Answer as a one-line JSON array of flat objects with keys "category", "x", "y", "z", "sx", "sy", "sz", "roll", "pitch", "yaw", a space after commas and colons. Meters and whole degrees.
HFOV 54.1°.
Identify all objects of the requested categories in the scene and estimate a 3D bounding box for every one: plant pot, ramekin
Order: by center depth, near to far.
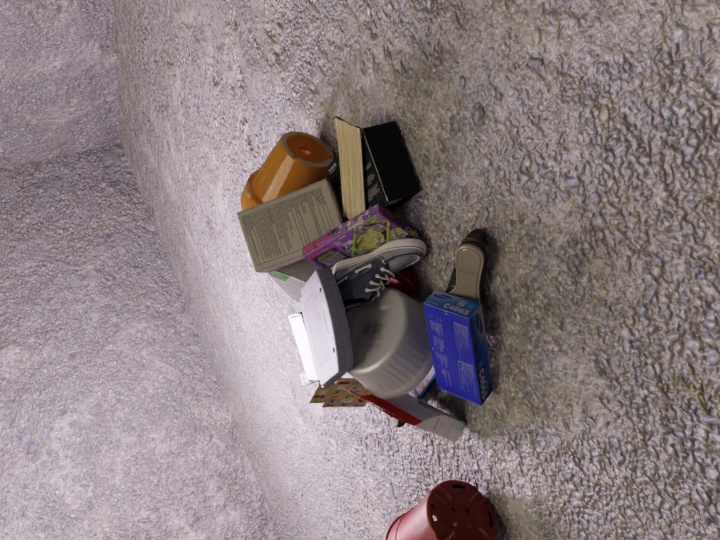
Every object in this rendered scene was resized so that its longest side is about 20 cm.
[{"category": "ramekin", "x": 0.047, "y": 0.131, "z": 1.337, "sx": 0.097, "sy": 0.201, "sz": 0.200, "roll": 36, "pitch": 178, "yaw": -36}, {"category": "plant pot", "x": 0.166, "y": 0.529, "z": 1.398, "sx": 0.201, "sy": 0.199, "sz": 0.196, "roll": 56, "pitch": 143, "yaw": 30}, {"category": "plant pot", "x": -0.147, "y": -0.199, "z": 1.571, "sx": 0.201, "sy": 0.199, "sz": 0.184, "roll": 56, "pitch": 134, "yaw": 31}]

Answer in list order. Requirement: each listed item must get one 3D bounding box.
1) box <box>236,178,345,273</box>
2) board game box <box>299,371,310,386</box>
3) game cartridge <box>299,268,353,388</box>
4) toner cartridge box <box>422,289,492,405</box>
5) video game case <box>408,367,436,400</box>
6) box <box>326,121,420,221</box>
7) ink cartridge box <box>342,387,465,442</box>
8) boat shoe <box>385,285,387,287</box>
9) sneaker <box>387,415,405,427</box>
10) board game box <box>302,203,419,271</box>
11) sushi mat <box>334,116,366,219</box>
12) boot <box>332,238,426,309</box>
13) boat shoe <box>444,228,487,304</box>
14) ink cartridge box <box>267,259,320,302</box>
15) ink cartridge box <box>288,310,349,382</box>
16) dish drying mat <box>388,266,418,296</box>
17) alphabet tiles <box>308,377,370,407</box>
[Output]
[{"category": "box", "x": -0.131, "y": -0.087, "z": 1.435, "sx": 0.109, "sy": 0.198, "sz": 0.129, "roll": 10, "pitch": -119, "yaw": -83}, {"category": "board game box", "x": -0.056, "y": 0.234, "z": 1.708, "sx": 0.200, "sy": 0.134, "sz": 0.035, "roll": -37, "pitch": 69, "yaw": 64}, {"category": "game cartridge", "x": -0.064, "y": 0.106, "z": 1.324, "sx": 0.133, "sy": 0.040, "sz": 0.202, "roll": 129, "pitch": 131, "yaw": -60}, {"category": "toner cartridge box", "x": 0.169, "y": 0.134, "z": 1.215, "sx": 0.094, "sy": 0.043, "sz": 0.201, "roll": 17, "pitch": 135, "yaw": 36}, {"category": "video game case", "x": 0.107, "y": 0.188, "z": 1.479, "sx": 0.144, "sy": 0.018, "sz": 0.201, "roll": 59, "pitch": 152, "yaw": 25}, {"category": "box", "x": 0.020, "y": -0.176, "z": 1.348, "sx": 0.142, "sy": 0.078, "sz": 0.200, "roll": 68, "pitch": 156, "yaw": 4}, {"category": "ink cartridge box", "x": 0.085, "y": 0.263, "z": 1.372, "sx": 0.160, "sy": 0.199, "sz": 0.050, "roll": 19, "pitch": 79, "yaw": 52}, {"category": "boat shoe", "x": 0.000, "y": 0.000, "z": 1.464, "sx": 0.068, "sy": 0.072, "sz": 0.201, "roll": -45, "pitch": 33, "yaw": 17}, {"category": "sneaker", "x": 0.036, "y": 0.270, "z": 1.596, "sx": 0.201, "sy": 0.080, "sz": 0.074, "roll": 61, "pitch": 152, "yaw": 2}, {"category": "board game box", "x": -0.001, "y": -0.050, "z": 1.334, "sx": 0.199, "sy": 0.120, "sz": 0.033, "roll": -26, "pitch": 54, "yaw": 34}, {"category": "sushi mat", "x": -0.017, "y": -0.179, "z": 1.319, "sx": 0.096, "sy": 0.012, "sz": 0.202, "roll": 35, "pitch": 136, "yaw": 52}, {"category": "boot", "x": 0.036, "y": 0.012, "z": 1.324, "sx": 0.199, "sy": 0.073, "sz": 0.091, "roll": -20, "pitch": 53, "yaw": 28}, {"category": "boat shoe", "x": 0.182, "y": 0.016, "z": 1.185, "sx": 0.066, "sy": 0.057, "sz": 0.201, "roll": 20, "pitch": 138, "yaw": 15}, {"category": "ink cartridge box", "x": -0.113, "y": 0.016, "z": 1.579, "sx": 0.144, "sy": 0.088, "sz": 0.200, "roll": 19, "pitch": 162, "yaw": 21}, {"category": "ink cartridge box", "x": -0.029, "y": 0.130, "z": 1.470, "sx": 0.083, "sy": 0.199, "sz": 0.148, "roll": -19, "pitch": 90, "yaw": 63}, {"category": "dish drying mat", "x": 0.067, "y": 0.037, "z": 1.461, "sx": 0.077, "sy": 0.018, "sz": 0.200, "roll": 65, "pitch": 154, "yaw": 14}, {"category": "alphabet tiles", "x": -0.018, "y": 0.259, "z": 1.483, "sx": 0.200, "sy": 0.165, "sz": 0.006, "roll": 116, "pitch": 153, "yaw": -61}]
